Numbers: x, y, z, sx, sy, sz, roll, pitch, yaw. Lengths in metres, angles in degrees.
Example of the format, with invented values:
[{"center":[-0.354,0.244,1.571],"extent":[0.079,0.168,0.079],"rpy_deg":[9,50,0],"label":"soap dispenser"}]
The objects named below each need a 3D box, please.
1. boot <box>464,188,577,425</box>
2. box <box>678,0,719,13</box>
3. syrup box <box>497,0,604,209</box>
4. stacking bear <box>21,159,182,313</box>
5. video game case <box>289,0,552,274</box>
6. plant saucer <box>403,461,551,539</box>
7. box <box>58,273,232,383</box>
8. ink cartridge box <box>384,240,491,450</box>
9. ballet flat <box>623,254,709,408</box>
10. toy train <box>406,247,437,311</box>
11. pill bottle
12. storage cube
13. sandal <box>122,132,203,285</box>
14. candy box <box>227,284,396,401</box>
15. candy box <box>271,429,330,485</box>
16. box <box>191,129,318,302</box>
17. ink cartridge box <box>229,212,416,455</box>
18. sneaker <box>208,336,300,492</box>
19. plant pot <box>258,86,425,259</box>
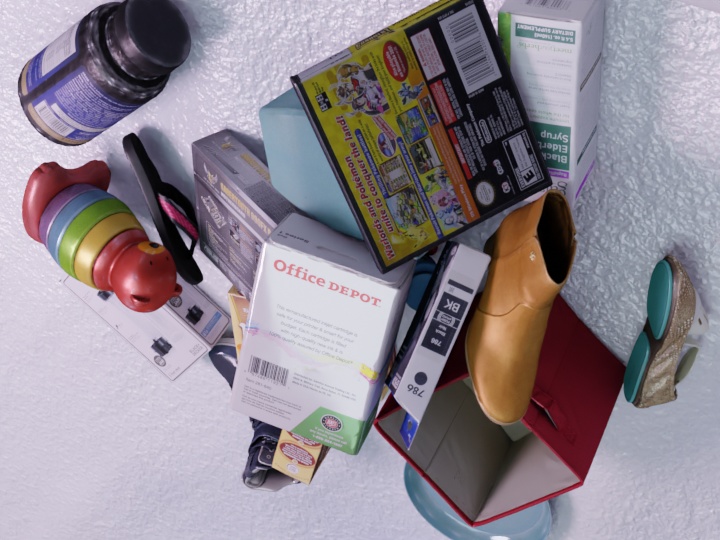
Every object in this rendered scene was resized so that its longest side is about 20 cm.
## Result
[{"center":[0.154,0.035,1.216],"extent":[0.070,0.204,0.144],"rpy_deg":[5,165,-15],"label":"boot"},{"center":[0.299,-0.308,0.941],"extent":[0.197,0.172,0.202],"rpy_deg":[21,134,14],"label":"box"},{"center":[0.174,-0.163,1.205],"extent":[0.078,0.082,0.202],"rpy_deg":[13,131,20],"label":"syrup box"},{"center":[-0.291,-0.028,1.511],"extent":[0.199,0.121,0.115],"rpy_deg":[38,115,26],"label":"stacking bear"},{"center":[0.058,-0.122,1.154],"extent":[0.179,0.026,0.202],"rpy_deg":[-27,116,-3],"label":"video game case"},{"center":[0.149,0.278,1.636],"extent":[0.198,0.027,0.202],"rpy_deg":[17,133,19],"label":"plant saucer"},{"center":[-0.274,0.038,1.659],"extent":[0.200,0.060,0.117],"rpy_deg":[42,136,-8],"label":"box"},{"center":[0.067,0.070,1.278],"extent":[0.039,0.202,0.099],"rpy_deg":[22,-179,-5],"label":"ink cartridge box"},{"center":[0.320,0.063,1.336],"extent":[0.064,0.071,0.202],"rpy_deg":[1,135,-5],"label":"ballet flat"},{"center":[0.001,-0.035,1.360],"extent":[0.199,0.116,0.085],"rpy_deg":[37,96,-18],"label":"toy train"},{"center":[-0.274,-0.219,1.403],"extent":[0.199,0.112,0.112],"rpy_deg":[-23,113,41],"label":"pill bottle"},{"center":[0.151,0.135,1.402],"extent":[0.171,0.180,0.199],"rpy_deg":[46,136,-12],"label":"storage cube"},{"center":[-0.221,-0.072,1.532],"extent":[0.045,0.075,0.202],"rpy_deg":[-20,112,2],"label":"sandal"},{"center":[-0.057,0.077,1.565],"extent":[0.198,0.055,0.117],"rpy_deg":[13,131,21],"label":"candy box"},{"center":[-0.038,0.135,1.481],"extent":[0.056,0.117,0.201],"rpy_deg":[24,132,9],"label":"candy box"},{"center":[-0.114,-0.038,1.444],"extent":[0.200,0.048,0.160],"rpy_deg":[42,144,37],"label":"box"},{"center":[-0.038,0.063,1.310],"extent":[0.143,0.084,0.202],"rpy_deg":[19,118,9],"label":"ink cartridge box"},{"center":[-0.133,0.185,1.641],"extent":[0.201,0.147,0.077],"rpy_deg":[37,138,-1],"label":"sneaker"},{"center":[0.005,-0.122,1.294],"extent":[0.198,0.141,0.143],"rpy_deg":[14,127,34],"label":"plant pot"}]
